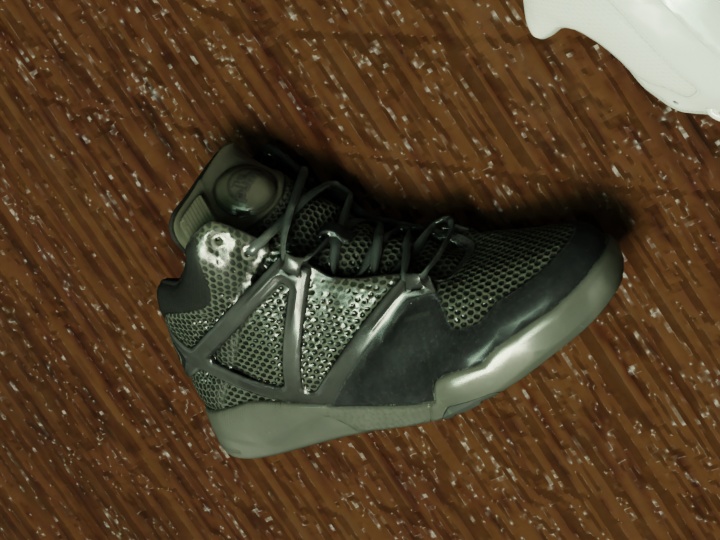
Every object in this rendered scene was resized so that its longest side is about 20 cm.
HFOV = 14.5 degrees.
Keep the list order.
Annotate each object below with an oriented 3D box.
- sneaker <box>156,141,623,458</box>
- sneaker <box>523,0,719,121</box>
[{"bbox_3d":[0.000,0.000,1.079,0.199,0.076,0.115,-15,117,38],"label":"sneaker"},{"bbox_3d":[0.143,-0.088,0.972,0.199,0.075,0.087,27,138,18],"label":"sneaker"}]
